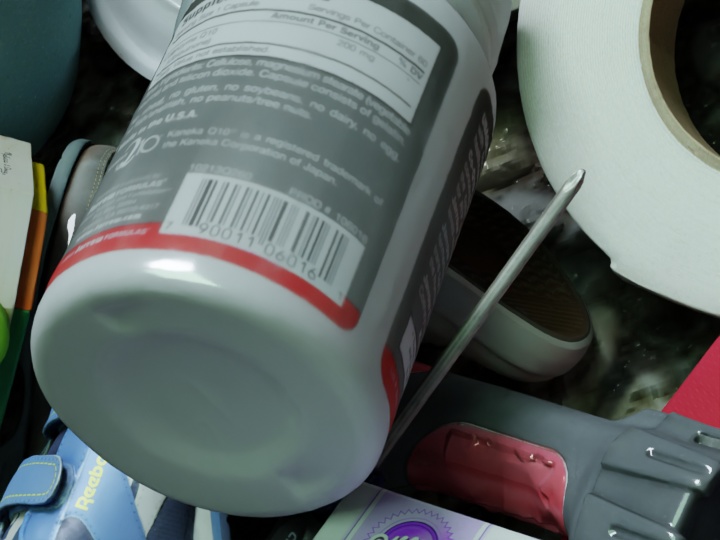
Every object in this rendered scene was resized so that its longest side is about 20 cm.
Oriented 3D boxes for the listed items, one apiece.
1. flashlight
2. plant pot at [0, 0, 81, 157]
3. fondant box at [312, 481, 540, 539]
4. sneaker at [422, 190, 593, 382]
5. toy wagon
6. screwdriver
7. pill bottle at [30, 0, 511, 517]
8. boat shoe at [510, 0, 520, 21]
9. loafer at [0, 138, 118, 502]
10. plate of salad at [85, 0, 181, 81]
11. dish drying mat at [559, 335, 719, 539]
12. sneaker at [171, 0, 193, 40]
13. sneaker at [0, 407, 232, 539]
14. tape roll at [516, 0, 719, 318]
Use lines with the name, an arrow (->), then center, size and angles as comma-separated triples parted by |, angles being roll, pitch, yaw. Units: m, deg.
flashlight -> 0.039, 0.069, 0.757 | 0.068, 0.068, 0.199 | -20, 25, -38
plant pot -> -0.195, -0.106, 0.972 | 0.199, 0.135, 0.201 | -16, 54, 24
fondant box -> 0.010, 0.166, 0.649 | 0.144, 0.058, 0.200 | 14, 51, 34
sneaker -> 0.000, 0.000, 0.859 | 0.200, 0.073, 0.085 | 36, 116, 32
toy wagon -> -0.160, 0.051, 0.874 | 0.155, 0.039, 0.201 | -113, 37, -68
screwdriver -> 0.014, 0.050, 0.730 | 0.200, 0.028, 0.029 | -53, 24, 18
pill bottle -> -0.020, -0.031, 0.744 | 0.113, 0.114, 0.201 | -3, 45, 27
boat shoe -> 0.098, -0.143, 0.862 | 0.199, 0.073, 0.063 | -19, 91, 14
loafer -> -0.099, 0.046, 0.880 | 0.062, 0.072, 0.201 | 5, 68, 9
plate of salad -> -0.028, -0.158, 0.969 | 0.199, 0.048, 0.201 | -10, 64, 20
dish drying mat -> 0.139, 0.043, 0.733 | 0.200, 0.018, 0.077 | -54, 48, 12
sneaker -> -0.060, -0.152, 0.894 | 0.120, 0.084, 0.201 | 8, 55, 25
sneaker -> -0.089, 0.075, 0.799 | 0.082, 0.074, 0.201 | 1, 71, -13
tape roll -> 0.151, -0.079, 0.781 | 0.201, 0.037, 0.204 | -3, 82, 22
